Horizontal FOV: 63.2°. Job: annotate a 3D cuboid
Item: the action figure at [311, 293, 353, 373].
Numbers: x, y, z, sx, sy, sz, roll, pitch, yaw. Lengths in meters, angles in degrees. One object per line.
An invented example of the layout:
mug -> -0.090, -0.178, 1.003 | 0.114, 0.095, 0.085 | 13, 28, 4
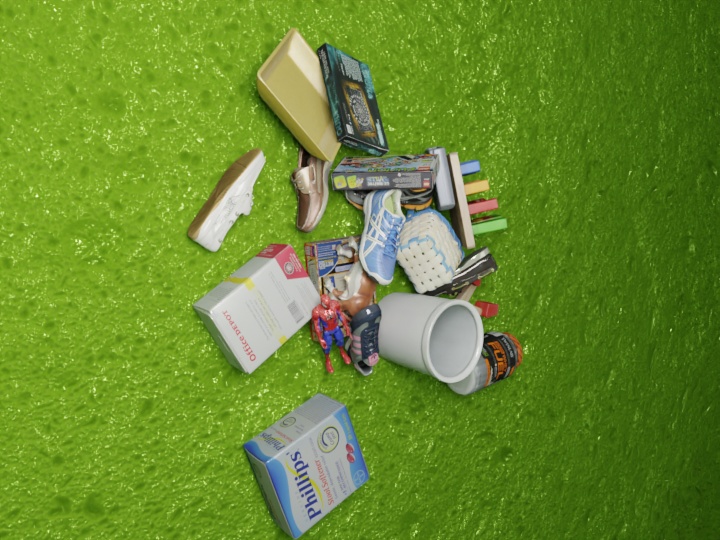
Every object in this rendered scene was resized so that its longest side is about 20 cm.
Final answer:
action figure -> -0.055, 0.119, 1.134 | 0.065, 0.052, 0.202 | -22, 133, -13

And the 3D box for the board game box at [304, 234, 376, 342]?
board game box -> -0.037, 0.034, 1.219 | 0.150, 0.046, 0.204 | -10, 100, -37

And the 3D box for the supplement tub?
supplement tub -> 0.306, 0.224, 1.458 | 0.198, 0.122, 0.125 | -13, 103, -36

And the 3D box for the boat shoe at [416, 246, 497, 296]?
boat shoe -> 0.220, 0.024, 1.344 | 0.200, 0.072, 0.061 | -33, 97, 13

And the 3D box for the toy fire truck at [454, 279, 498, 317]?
toy fire truck -> 0.266, 0.043, 1.454 | 0.197, 0.048, 0.144 | 3, 96, -35

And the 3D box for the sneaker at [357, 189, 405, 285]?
sneaker -> 0.044, -0.073, 1.125 | 0.075, 0.077, 0.204 | 12, 67, -34

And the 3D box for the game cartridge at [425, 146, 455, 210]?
game cartridge -> 0.173, -0.201, 1.279 | 0.040, 0.200, 0.136 | -8, 103, 5

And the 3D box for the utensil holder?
utensil holder -> 0.137, 0.138, 1.269 | 0.168, 0.199, 0.174 | -4, 96, -37

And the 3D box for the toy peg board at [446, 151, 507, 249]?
toy peg board -> 0.251, -0.164, 1.305 | 0.096, 0.200, 0.203 | -12, 96, 3

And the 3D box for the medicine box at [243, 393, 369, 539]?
medicine box -> -0.105, 0.384, 1.167 | 0.198, 0.102, 0.185 | -29, 112, -33

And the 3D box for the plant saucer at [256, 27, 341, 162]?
plant saucer -> -0.105, -0.319, 1.087 | 0.200, 0.048, 0.202 | 47, 40, -26

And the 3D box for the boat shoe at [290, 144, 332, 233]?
boat shoe -> -0.103, -0.174, 1.136 | 0.071, 0.075, 0.204 | 16, 76, -34

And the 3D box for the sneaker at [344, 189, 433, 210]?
sneaker -> 0.063, -0.175, 1.221 | 0.196, 0.078, 0.080 | -4, 63, -14

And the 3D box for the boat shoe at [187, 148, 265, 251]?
boat shoe -> -0.226, -0.125, 1.046 | 0.069, 0.070, 0.201 | 40, 79, -34

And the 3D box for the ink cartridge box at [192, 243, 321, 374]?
ink cartridge box -> -0.186, 0.066, 1.083 | 0.200, 0.083, 0.147 | -41, 118, -28

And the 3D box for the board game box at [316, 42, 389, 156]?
board game box -> -0.013, -0.332, 1.148 | 0.134, 0.028, 0.204 | 7, 66, -50

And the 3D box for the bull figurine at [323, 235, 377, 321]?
bull figurine -> 0.000, 0.000, 1.175 | 0.120, 0.065, 0.203 | 25, 77, -33

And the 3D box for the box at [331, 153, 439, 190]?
box -> 0.052, -0.193, 1.147 | 0.110, 0.196, 0.035 | -64, 151, -59

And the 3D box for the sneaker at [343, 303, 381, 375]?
sneaker -> 0.018, 0.140, 1.168 | 0.069, 0.201, 0.083 | -21, 63, -18

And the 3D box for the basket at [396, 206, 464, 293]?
basket -> 0.148, -0.066, 1.308 | 0.177, 0.138, 0.201 | 54, 37, -24
